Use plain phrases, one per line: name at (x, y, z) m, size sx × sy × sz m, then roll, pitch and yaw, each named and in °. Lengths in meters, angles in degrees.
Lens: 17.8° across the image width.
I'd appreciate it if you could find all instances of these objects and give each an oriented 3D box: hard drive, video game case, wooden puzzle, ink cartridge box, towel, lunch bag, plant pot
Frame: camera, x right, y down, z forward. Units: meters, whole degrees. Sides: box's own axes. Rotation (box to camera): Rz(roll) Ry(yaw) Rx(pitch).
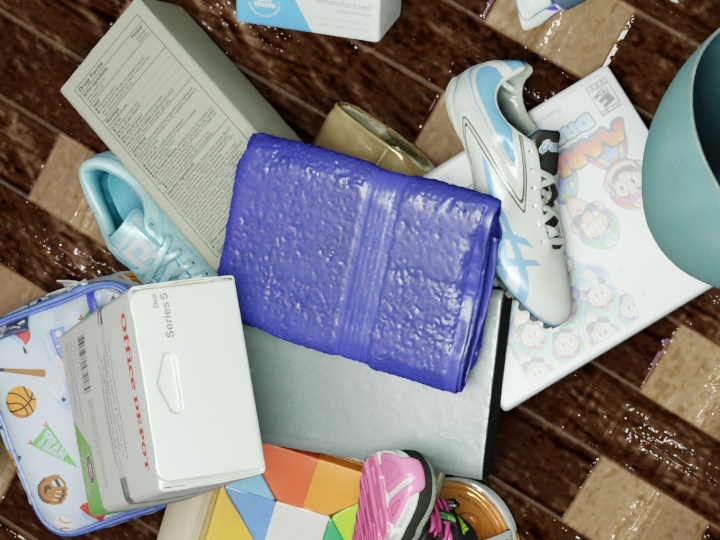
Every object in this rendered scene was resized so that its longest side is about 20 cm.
hard drive at (0.006, 0.069, 1.694) m, size 0.200 × 0.033 × 0.140 m, roll 8°, pitch 96°, yaw 18°
video game case at (0.145, -0.024, 1.698) m, size 0.200 × 0.024 × 0.182 m, roll -31°, pitch 83°, yaw 1°
wooden puzzle at (-0.053, 0.200, 1.773) m, size 0.200 × 0.037 × 0.185 m, roll 18°, pitch 105°, yaw 2°
ink cartridge box at (-0.028, -0.279, 1.693) m, size 0.116 × 0.067 × 0.200 m, roll 10°, pitch 117°, yaw 14°
towel at (0.000, -0.008, 1.643) m, size 0.200 × 0.050 × 0.148 m, roll 17°, pitch 106°, yaw 16°
ink cartridge box at (-0.147, 0.095, 1.676) m, size 0.084 × 0.200 × 0.146 m, roll -7°, pitch 82°, yaw -23°
lunch bag at (-0.209, 0.101, 1.830) m, size 0.160 × 0.076 × 0.200 m, roll -19°, pitch 95°, yaw 15°
plant pot at (0.276, -0.062, 1.622) m, size 0.200 × 0.200 × 0.135 m, roll 53°, pitch 142°, yaw 2°

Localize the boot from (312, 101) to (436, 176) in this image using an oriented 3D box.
boot at (0.000, 0.000, 1.758) m, size 0.175 × 0.066 × 0.200 m, roll 35°, pitch 105°, yaw 8°

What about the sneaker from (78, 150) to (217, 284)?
sneaker at (-0.157, -0.009, 1.767) m, size 0.074 × 0.082 × 0.200 m, roll -49°, pitch 67°, yaw 25°

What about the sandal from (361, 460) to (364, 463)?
sandal at (0.076, 0.078, 1.729) m, size 0.075 × 0.048 × 0.200 m, roll 38°, pitch 85°, yaw 1°

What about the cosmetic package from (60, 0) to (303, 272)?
cosmetic package at (-0.124, -0.102, 1.747) m, size 0.104 × 0.073 × 0.200 m, roll -47°, pitch 70°, yaw 19°

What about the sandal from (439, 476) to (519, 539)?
sandal at (0.087, 0.263, 1.778) m, size 0.079 × 0.059 × 0.207 m, roll -8°, pitch 96°, yaw 17°

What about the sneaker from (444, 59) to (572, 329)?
sneaker at (0.118, -0.057, 1.652) m, size 0.072 × 0.072 × 0.200 m, roll -21°, pitch 81°, yaw 29°

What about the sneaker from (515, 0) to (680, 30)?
sneaker at (0.185, -0.217, 1.669) m, size 0.200 × 0.081 × 0.146 m, roll 40°, pitch 115°, yaw 3°

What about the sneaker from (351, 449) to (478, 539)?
sneaker at (0.045, 0.186, 1.680) m, size 0.087 × 0.200 × 0.074 m, roll -4°, pitch 58°, yaw -9°
